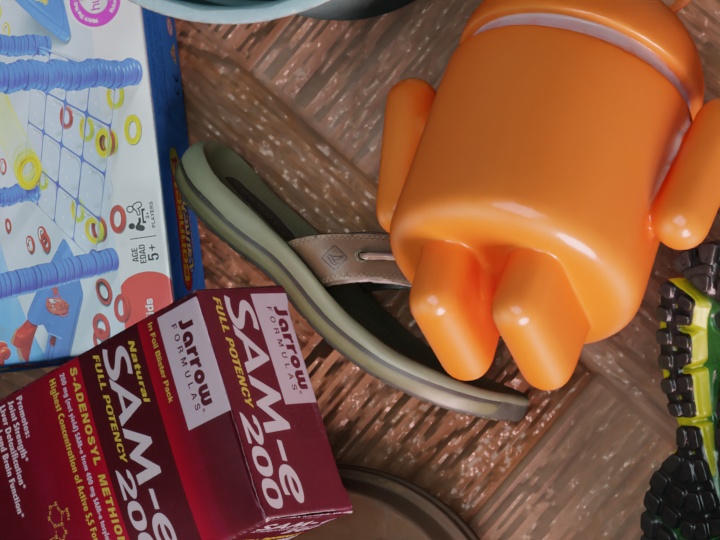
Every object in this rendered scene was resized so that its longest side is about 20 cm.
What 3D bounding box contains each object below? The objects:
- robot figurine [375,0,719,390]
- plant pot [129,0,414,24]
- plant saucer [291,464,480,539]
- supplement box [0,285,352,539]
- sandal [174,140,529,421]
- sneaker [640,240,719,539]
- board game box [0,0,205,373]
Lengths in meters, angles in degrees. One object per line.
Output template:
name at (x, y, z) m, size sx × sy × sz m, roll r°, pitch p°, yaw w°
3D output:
robot figurine at (0.081, -0.048, 1.128) m, size 0.117 × 0.144 × 0.200 m, roll 31°, pitch 62°, yaw -19°
plant pot at (-0.029, -0.195, 1.136) m, size 0.200 × 0.196 × 0.200 m, roll 0°, pitch 88°, yaw 13°
plant saucer at (-0.025, 0.184, 1.180) m, size 0.200 × 0.029 × 0.200 m, roll -6°, pitch 72°, yaw 19°
supplement box at (-0.105, 0.093, 1.166) m, size 0.200 × 0.061 × 0.109 m, roll -29°, pitch 73°, yaw 37°
sandal at (-0.001, -0.001, 1.181) m, size 0.201 × 0.080 × 0.057 m, roll 42°, pitch 100°, yaw 12°
sneaker at (0.180, 0.082, 1.138) m, size 0.078 × 0.085 × 0.200 m, roll 18°, pitch 111°, yaw 44°
board game box at (-0.182, -0.050, 1.239) m, size 0.196 × 0.056 × 0.200 m, roll -8°, pitch 86°, yaw 12°
